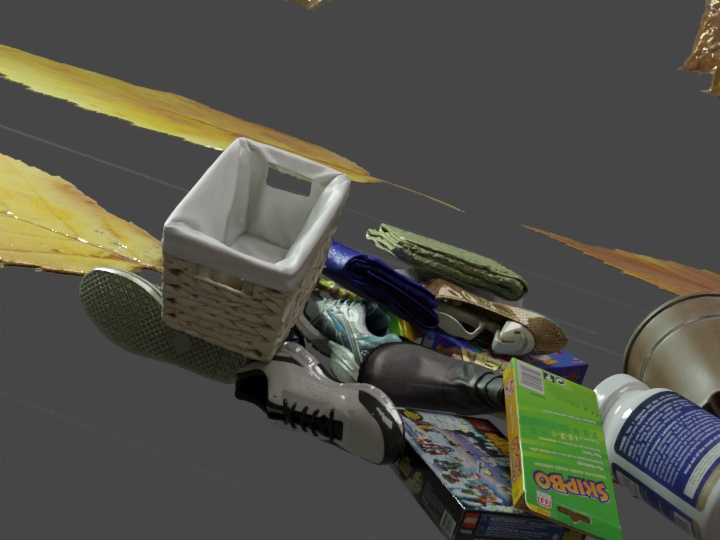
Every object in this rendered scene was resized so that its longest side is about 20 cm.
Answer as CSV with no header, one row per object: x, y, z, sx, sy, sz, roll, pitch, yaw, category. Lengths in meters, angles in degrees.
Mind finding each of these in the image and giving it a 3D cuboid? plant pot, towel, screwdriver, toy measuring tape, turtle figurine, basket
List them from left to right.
-0.106,-0.022,1.050,0.134,0.124,0.200,20,35,6,basket
-0.086,0.003,1.420,0.199,0.065,0.161,30,-2,14,turtle figurine
-0.065,0.097,1.160,0.029,0.028,0.200,-15,18,-9,screwdriver
0.000,0.000,1.247,0.147,0.050,0.200,34,-4,-29,towel
0.034,0.065,1.308,0.073,0.074,0.200,22,11,18,toy measuring tape
0.112,-0.012,1.380,0.198,0.037,0.148,17,8,-15,towel
0.429,0.154,1.243,0.198,0.202,0.199,16,21,-4,plant pot

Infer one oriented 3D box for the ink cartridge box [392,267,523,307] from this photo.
0.100,0.038,1.485,0.199,0.045,0.176,14,-10,-34,ink cartridge box

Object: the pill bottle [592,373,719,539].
0.327,0.193,1.090,0.115,0.117,0.200,7,18,-37,pill bottle

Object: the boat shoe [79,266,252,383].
-0.197,0.056,1.082,0.198,0.075,0.062,24,9,5,boat shoe

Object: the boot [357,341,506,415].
0.106,0.117,1.078,0.198,0.071,0.131,7,-1,-35,boot

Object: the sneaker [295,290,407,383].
-0.007,0.067,1.191,0.077,0.087,0.200,30,10,-41,sneaker

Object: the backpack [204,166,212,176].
-0.153,-0.014,1.241,0.125,0.168,0.200,16,20,-16,backpack

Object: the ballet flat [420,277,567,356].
0.157,0.072,1.305,0.198,0.071,0.065,18,39,10,ballet flat

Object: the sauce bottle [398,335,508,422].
0.130,0.127,1.215,0.198,0.065,0.065,19,14,5,sauce bottle

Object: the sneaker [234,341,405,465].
-0.041,0.135,0.995,0.199,0.074,0.080,23,29,39,sneaker

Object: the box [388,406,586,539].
0.104,0.192,0.981,0.136,0.040,0.200,12,14,-26,box

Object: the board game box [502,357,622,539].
0.181,0.164,0.956,0.095,0.030,0.201,23,29,-10,board game box

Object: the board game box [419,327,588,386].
0.186,0.118,1.360,0.134,0.045,0.199,28,17,38,board game box
